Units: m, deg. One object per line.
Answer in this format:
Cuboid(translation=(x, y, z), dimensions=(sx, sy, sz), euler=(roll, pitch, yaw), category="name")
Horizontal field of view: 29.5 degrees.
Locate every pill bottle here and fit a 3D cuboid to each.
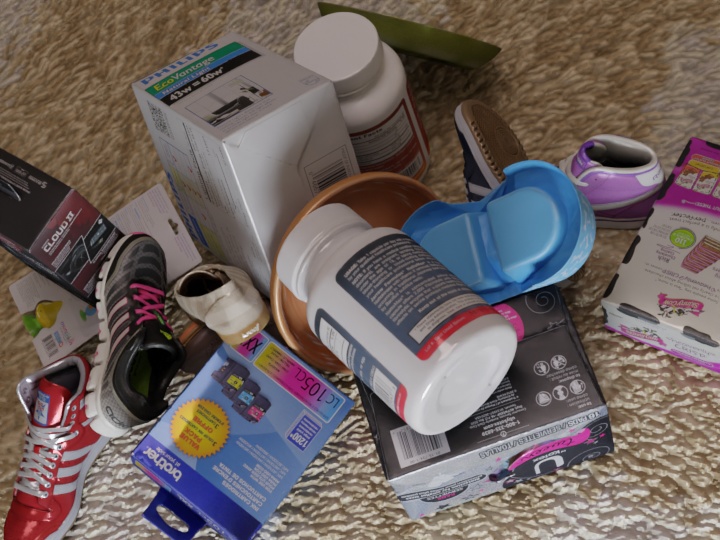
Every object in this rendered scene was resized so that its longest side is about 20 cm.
Cuboid(translation=(0.025, 0.034, 1.165), dimensions=(0.120, 0.120, 0.200), euler=(-42, 60, -10), category="pill bottle")
Cuboid(translation=(-0.001, -0.164, 1.380), dimensions=(0.112, 0.200, 0.112), euler=(-7, 58, 12), category="pill bottle")

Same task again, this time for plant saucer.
Cuboid(translation=(0.000, 0.000, 1.295), dimensions=(0.200, 0.200, 0.037), euler=(-42, 36, -10), category="plant saucer")
Cuboid(translation=(0.048, -0.243, 1.438), dimensions=(0.200, 0.200, 0.031), euler=(18, 98, 25), category="plant saucer")

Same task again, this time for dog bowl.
Cuboid(translation=(0.123, -0.022, 1.229), dimensions=(0.200, 0.050, 0.112), euler=(-24, 68, 33), category="dog bowl")

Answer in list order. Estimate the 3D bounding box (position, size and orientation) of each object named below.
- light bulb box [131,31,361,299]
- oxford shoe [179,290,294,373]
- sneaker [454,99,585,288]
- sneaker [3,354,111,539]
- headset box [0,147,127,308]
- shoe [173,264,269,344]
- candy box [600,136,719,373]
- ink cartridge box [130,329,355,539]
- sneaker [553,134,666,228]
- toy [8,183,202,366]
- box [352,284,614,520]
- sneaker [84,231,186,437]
Cuboid(translation=(-0.102, -0.102, 1.335), dimensions=(0.125, 0.198, 0.200), euler=(-31, 36, -19), category="light bulb box")
Cuboid(translation=(-0.092, 0.061, 1.353), dimensions=(0.200, 0.071, 0.073), euler=(-26, 62, 0), category="oxford shoe")
Cuboid(translation=(0.121, -0.057, 1.311), dimensions=(0.108, 0.070, 0.200), euler=(-32, 87, 39), category="sneaker")
Cuboid(translation=(-0.303, 0.175, 1.318), dimensions=(0.071, 0.113, 0.200), euler=(14, 65, 23), category="sneaker")
Cuboid(translation=(-0.312, -0.044, 1.344), dimensions=(0.149, 0.200, 0.077), euler=(27, 77, 29), category="headset box")
Cuboid(translation=(-0.136, 0.018, 1.285), dimensions=(0.070, 0.053, 0.200), euler=(-40, 20, -10), category="shoe")
Cuboid(translation=(0.331, -0.014, 1.280), dimensions=(0.136, 0.061, 0.200), euler=(23, 68, 26), category="candy box")
Cuboid(translation=(-0.120, 0.163, 1.269), dimensions=(0.136, 0.076, 0.200), euler=(38, 76, 3), category="ink cartridge box")
Cuboid(translation=(0.194, -0.089, 1.333), dimensions=(0.200, 0.114, 0.073), euler=(-8, 60, 13), category="sneaker")
Cuboid(translation=(-0.264, 0.011, 1.445), dimensions=(0.200, 0.047, 0.115), euler=(-33, 60, 1), category="toy")
Cuboid(translation=(0.111, 0.123, 1.231), dimensions=(0.200, 0.115, 0.132), euler=(-20, 59, 4), category="box")
Cuboid(translation=(-0.205, 0.058, 1.302), dimensions=(0.087, 0.074, 0.200), euler=(-9, 67, 39), category="sneaker")
